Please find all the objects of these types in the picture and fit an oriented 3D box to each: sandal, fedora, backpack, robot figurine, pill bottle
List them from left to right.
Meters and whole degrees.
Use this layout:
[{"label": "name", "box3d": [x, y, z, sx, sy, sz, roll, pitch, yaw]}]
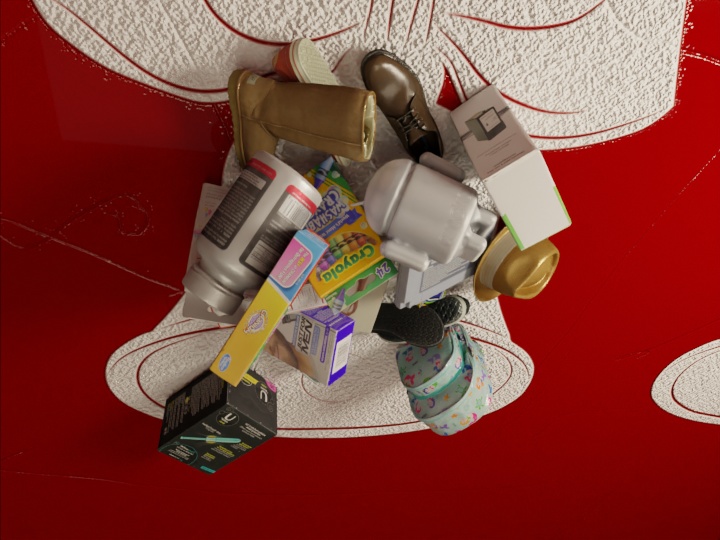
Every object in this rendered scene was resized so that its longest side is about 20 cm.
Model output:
[{"label": "pill bottle", "box3d": [-0.148, -0.046, 0.713, 0.110, 0.110, 0.202, 36, 86, -33]}, {"label": "sandal", "box3d": [0.075, 0.098, 1.010, 0.197, 0.077, 0.048, 11, 164, 35]}, {"label": "robot figurine", "box3d": [0.089, -0.085, 0.756, 0.197, 0.172, 0.113, 24, 162, 4]}, {"label": "backpack", "box3d": [0.168, 0.217, 1.079, 0.176, 0.202, 0.150, -35, 127, 20]}, {"label": "fedora", "box3d": [0.288, -0.008, 0.948, 0.198, 0.082, 0.203, -26, 138, -26]}]

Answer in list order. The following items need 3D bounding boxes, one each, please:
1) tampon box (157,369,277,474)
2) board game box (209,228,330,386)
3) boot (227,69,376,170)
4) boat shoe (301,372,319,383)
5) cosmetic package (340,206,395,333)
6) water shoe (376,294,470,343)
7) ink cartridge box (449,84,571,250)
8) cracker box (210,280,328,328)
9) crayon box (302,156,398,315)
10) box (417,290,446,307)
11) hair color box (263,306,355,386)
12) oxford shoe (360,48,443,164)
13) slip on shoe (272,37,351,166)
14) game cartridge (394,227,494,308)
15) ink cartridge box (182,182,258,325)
[{"label": "tampon box", "box3d": [-0.294, 0.304, 1.119, 0.198, 0.127, 0.150, -33, 127, 16]}, {"label": "board game box", "box3d": [-0.113, 0.040, 0.712, 0.040, 0.153, 0.202, 33, 94, -3]}, {"label": "boot", "box3d": [-0.078, -0.180, 0.735, 0.196, 0.067, 0.177, 16, 145, 14]}, {"label": "boat shoe", "box3d": [-0.117, 0.147, 1.055, 0.069, 0.072, 0.202, -23, 126, 11]}, {"label": "cosmetic package", "box3d": [0.000, 0.000, 0.939, 0.085, 0.104, 0.203, 7, 126, -12]}, {"label": "water shoe", "box3d": [0.122, 0.098, 1.056, 0.197, 0.073, 0.078, -15, 172, 28]}, {"label": "ink cartridge box", "box3d": [0.215, -0.155, 0.786, 0.083, 0.202, 0.146, -29, 128, 18]}, {"label": "cracker box", "box3d": [-0.147, 0.012, 0.902, 0.196, 0.135, 0.058, -12, 130, -1]}, {"label": "crayon box", "box3d": [-0.043, -0.050, 0.810, 0.124, 0.052, 0.202, -32, 89, 1]}, {"label": "box", "box3d": [0.120, -0.038, 0.940, 0.063, 0.070, 0.203, -20, 135, -25]}, {"label": "hair color box", "box3d": [-0.113, 0.104, 0.942, 0.197, 0.064, 0.111, 23, 116, 27]}, {"label": "oxford shoe", "box3d": [0.070, -0.229, 0.777, 0.072, 0.085, 0.200, -32, 126, 19]}, {"label": "slip on shoe", "box3d": [-0.060, -0.234, 0.769, 0.060, 0.075, 0.201, 1, 143, 32]}, {"label": "game cartridge", "box3d": [0.140, -0.027, 0.879, 0.198, 0.041, 0.135, -23, 132, -31]}, {"label": "ink cartridge box", "box3d": [-0.200, -0.024, 0.814, 0.115, 0.204, 0.068, 10, 147, -18]}]
